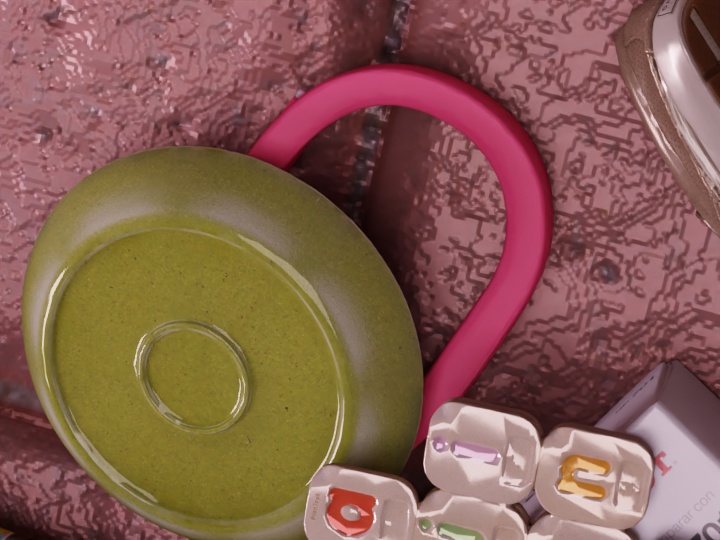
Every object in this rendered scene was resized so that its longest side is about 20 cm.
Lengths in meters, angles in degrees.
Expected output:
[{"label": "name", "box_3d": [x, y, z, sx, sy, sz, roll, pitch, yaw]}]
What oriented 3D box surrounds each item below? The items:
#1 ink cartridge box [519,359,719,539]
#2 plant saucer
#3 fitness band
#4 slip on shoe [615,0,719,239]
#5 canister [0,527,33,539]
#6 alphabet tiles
[{"label": "ink cartridge box", "box_3d": [0.157, 0.164, 1.167, 0.200, 0.086, 0.146, 43, 107, -1]}, {"label": "plant saucer", "box_3d": [-0.070, 0.043, 1.182, 0.199, 0.031, 0.201, 8, 115, 18]}, {"label": "fitness band", "box_3d": [0.000, 0.000, 1.192, 0.143, 0.037, 0.200, 35, 108, 0]}, {"label": "slip on shoe", "box_3d": [0.176, -0.032, 1.136, 0.200, 0.076, 0.060, 55, 147, -12]}, {"label": "canister", "box_3d": [-0.145, 0.200, 1.208, 0.199, 0.149, 0.087, 19, 140, 10]}, {"label": "alphabet tiles", "box_3d": [0.065, 0.158, 1.135, 0.195, 0.015, 0.201, 11, 105, 11]}]
